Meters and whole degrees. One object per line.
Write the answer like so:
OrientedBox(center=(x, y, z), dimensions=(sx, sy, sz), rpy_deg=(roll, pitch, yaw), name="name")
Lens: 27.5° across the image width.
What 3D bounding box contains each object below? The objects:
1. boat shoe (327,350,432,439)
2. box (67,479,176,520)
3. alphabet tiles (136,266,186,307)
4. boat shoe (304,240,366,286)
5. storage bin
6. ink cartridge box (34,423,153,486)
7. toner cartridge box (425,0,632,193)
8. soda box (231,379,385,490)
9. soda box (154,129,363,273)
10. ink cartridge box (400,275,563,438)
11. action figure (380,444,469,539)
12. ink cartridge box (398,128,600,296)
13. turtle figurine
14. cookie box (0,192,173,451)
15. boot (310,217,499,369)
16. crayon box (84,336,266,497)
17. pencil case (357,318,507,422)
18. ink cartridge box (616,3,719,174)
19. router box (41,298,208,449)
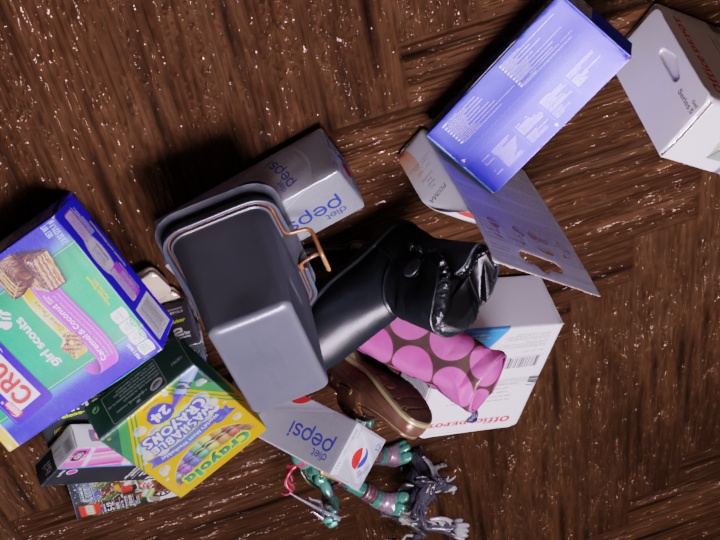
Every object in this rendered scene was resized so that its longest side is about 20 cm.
OrientedBox(center=(0.013, 0.141, 1.668), dimensions=(0.072, 0.200, 0.068), rpy_deg=(23, 101, -37), name="boat shoe")
OrientedBox(center=(-0.288, 0.217, 1.757), dimensions=(0.136, 0.038, 0.200), rpy_deg=(-13, 142, -10), name="box")
OrientedBox(center=(-0.288, 0.063, 1.583), dimensions=(0.200, 0.015, 0.196), rpy_deg=(-26, 149, 7), name="alphabet tiles")
OrientedBox(center=(0.000, 0.000, 1.603), dimensions=(0.199, 0.072, 0.065), rpy_deg=(-6, 141, -13), name="boat shoe")
OrientedBox(center=(-0.093, 0.034, 1.419), dimensions=(0.145, 0.135, 0.200), rpy_deg=(-21, 144, 0), name="storage bin")
OrientedBox(center=(-0.256, 0.204, 1.661), dimensions=(0.200, 0.037, 0.095), rpy_deg=(0, 148, -40), name="ink cartridge box")
OrientedBox(center=(0.165, -0.177, 1.451), dimensions=(0.095, 0.043, 0.200), rpy_deg=(40, 119, -9), name="toner cartridge box")
OrientedBox(center=(-0.071, 0.177, 1.682), dimensions=(0.063, 0.200, 0.068), rpy_deg=(37, 79, -48), name="soda box")
OrientedBox(center=(-0.103, -0.057, 1.478), dimensions=(0.200, 0.064, 0.068), rpy_deg=(-28, 142, 9), name="soda box")
OrientedBox(center=(0.139, 0.105, 1.782), dimensions=(0.146, 0.084, 0.200), rpy_deg=(-4, 139, -21), name="ink cartridge box")
OrientedBox(center=(0.092, 0.314, 1.998), dimensions=(0.102, 0.119, 0.200), rpy_deg=(3, 147, -14), name="action figure")
OrientedBox(center=(0.141, -0.046, 1.504), dimensions=(0.162, 0.200, 0.050), rpy_deg=(17, 127, -39), name="ink cartridge box")
OrientedBox(center=(-0.021, 0.249, 1.879), dimensions=(0.200, 0.101, 0.150), rpy_deg=(20, 86, -43), name="turtle figurine")
OrientedBox(center=(-0.316, 0.052, 1.449), dimensions=(0.200, 0.075, 0.171), rpy_deg=(-34, 105, 15), name="cookie box")
OrientedBox(center=(0.034, 0.037, 1.495), dimensions=(0.200, 0.168, 0.076), rpy_deg=(-49, 121, -12), name="boot")
OrientedBox(center=(-0.188, 0.167, 1.585), dimensions=(0.126, 0.052, 0.200), rpy_deg=(-39, 143, 2), name="crayon box")
OrientedBox(center=(0.063, 0.084, 1.647), dimensions=(0.091, 0.200, 0.094), rpy_deg=(-63, 164, 11), name="pencil case")
OrientedBox(center=(0.370, -0.173, 1.503), dimensions=(0.200, 0.146, 0.084), rpy_deg=(11, 133, -35), name="ink cartridge box")
OrientedBox(center=(-0.263, 0.118, 1.608), dimensions=(0.199, 0.062, 0.150), rpy_deg=(-17, 148, -9), name="router box")
